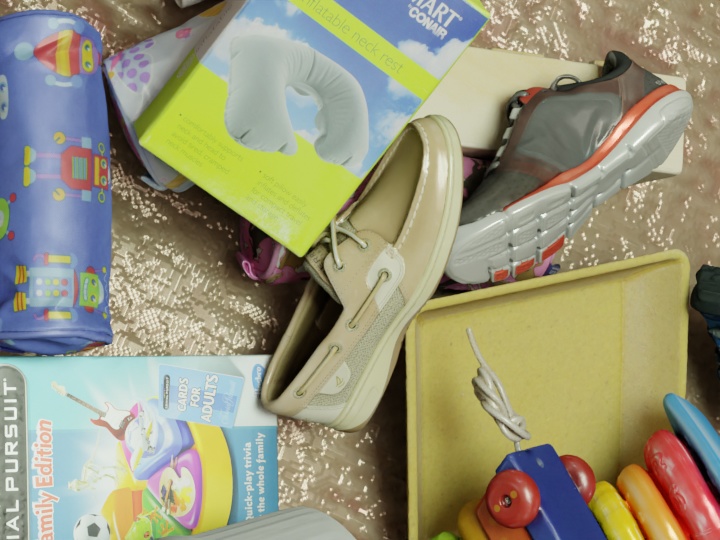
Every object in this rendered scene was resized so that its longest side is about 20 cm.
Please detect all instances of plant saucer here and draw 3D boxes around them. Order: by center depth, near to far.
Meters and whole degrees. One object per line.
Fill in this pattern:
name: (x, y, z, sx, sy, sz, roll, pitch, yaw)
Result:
plant saucer: (0.106, 0.089, 1.613, 0.199, 0.048, 0.201, -11, 113, -25)

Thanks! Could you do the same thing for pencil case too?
pencil case: (-0.185, -0.049, 1.494, 0.078, 0.087, 0.201, 10, 73, -48)
pencil case: (-0.051, -0.123, 1.534, 0.199, 0.083, 0.091, -25, 112, 0)
pencil case: (0.022, -0.028, 1.595, 0.199, 0.083, 0.087, 5, 69, -24)

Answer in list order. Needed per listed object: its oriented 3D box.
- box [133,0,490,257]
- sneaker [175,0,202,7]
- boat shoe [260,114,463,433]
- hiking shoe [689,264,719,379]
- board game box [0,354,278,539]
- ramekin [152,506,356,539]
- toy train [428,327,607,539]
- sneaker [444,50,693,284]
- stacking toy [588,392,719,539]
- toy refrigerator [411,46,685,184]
box: (-0.021, -0.122, 1.471, 0.122, 0.048, 0.200, 35, 101, -18)
sneaker: (-0.047, -0.195, 1.587, 0.147, 0.081, 0.200, -48, 109, -11)
boat shoe: (0.000, 0.000, 1.512, 0.065, 0.072, 0.201, 13, 111, -27)
hiking shoe: (0.261, 0.060, 1.658, 0.200, 0.074, 0.087, 35, 73, -53)
board game box: (-0.147, 0.126, 1.523, 0.199, 0.047, 0.152, 0, 85, -25)
ramekin: (-0.041, 0.228, 1.442, 0.097, 0.200, 0.201, -19, 93, -24)
toy train: (0.076, 0.148, 1.544, 0.085, 0.116, 0.200, -7, 63, -57)
sneaker: (0.107, -0.065, 1.570, 0.200, 0.077, 0.082, -34, 67, -28)
stacking toy: (0.148, 0.177, 1.594, 0.200, 0.110, 0.116, -27, 129, -1)
toy refrigerator: (0.099, -0.101, 1.639, 0.199, 0.076, 0.070, 7, 83, -23)
